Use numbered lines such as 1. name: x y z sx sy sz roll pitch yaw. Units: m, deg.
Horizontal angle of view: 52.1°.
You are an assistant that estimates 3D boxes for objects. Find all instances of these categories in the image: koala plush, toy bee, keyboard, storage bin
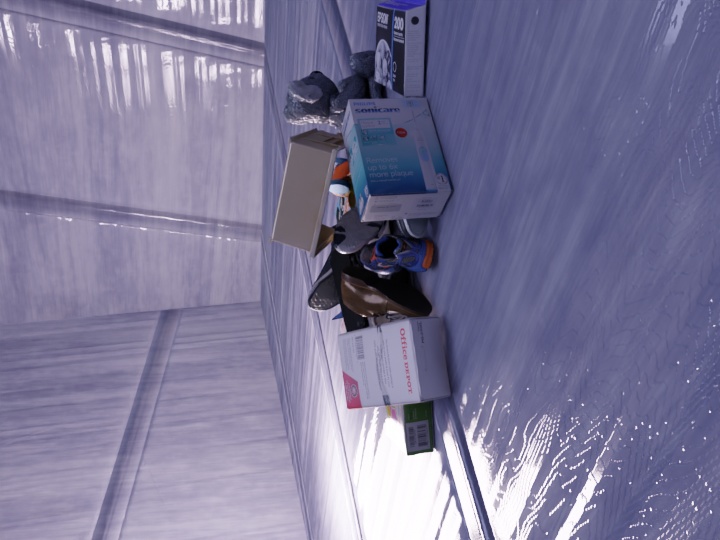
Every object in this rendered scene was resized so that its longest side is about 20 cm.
1. koala plush: -0.065 -0.358 1.566 0.177 0.199 0.185 147 122 -74
2. toy bee: -0.027 -0.194 1.550 0.200 0.108 0.132 13 85 49
3. keyboard: -0.009 0.035 1.503 0.104 0.039 0.201 -42 55 48
4. storage bin: -0.081 -0.153 1.389 0.199 0.093 0.201 -49 -26 -69

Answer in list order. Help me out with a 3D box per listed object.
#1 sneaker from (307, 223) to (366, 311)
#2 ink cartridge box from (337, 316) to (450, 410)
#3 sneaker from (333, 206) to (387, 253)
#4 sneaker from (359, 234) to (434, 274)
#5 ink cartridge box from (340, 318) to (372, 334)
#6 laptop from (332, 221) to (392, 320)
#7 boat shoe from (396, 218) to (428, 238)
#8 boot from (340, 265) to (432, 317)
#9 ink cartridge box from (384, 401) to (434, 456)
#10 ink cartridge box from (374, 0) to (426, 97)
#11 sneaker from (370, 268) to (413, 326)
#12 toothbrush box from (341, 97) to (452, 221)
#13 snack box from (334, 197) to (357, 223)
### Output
1. sneaker: -0.053 -0.016 1.644 0.203 0.077 0.146 -52 25 19
2. ink cartridge box: 0.058 0.171 1.344 0.200 0.084 0.146 -18 77 47
3. sneaker: 0.006 -0.084 1.496 0.130 0.079 0.200 102 -167 -56
4. sneaker: 0.054 -0.039 1.368 0.200 0.078 0.076 -8 66 58
5. ink cartridge box: -0.001 0.160 1.774 0.117 0.067 0.201 108 154 -57
6. laptop: 0.000 0.000 1.620 0.187 0.115 0.201 156 109 -75
7. boat shoe: 0.075 -0.139 1.334 0.060 0.075 0.201 -27 52 35
8. boot: 0.047 0.059 1.394 0.199 0.073 0.076 23 117 31
9. ink cartridge box: 0.086 0.289 1.482 0.200 0.059 0.104 -160 65 -75
10. ink cartridge box: 0.071 -0.432 1.344 0.198 0.043 0.201 -124 33 -64
11. sneaker: 0.067 0.061 1.459 0.085 0.077 0.201 -135 41 -63
12. toothbrush box: 0.058 -0.192 1.262 0.085 0.146 0.201 110 153 -58
13. snack box: -0.024 -0.149 1.828 0.200 0.037 0.117 112 150 -61
